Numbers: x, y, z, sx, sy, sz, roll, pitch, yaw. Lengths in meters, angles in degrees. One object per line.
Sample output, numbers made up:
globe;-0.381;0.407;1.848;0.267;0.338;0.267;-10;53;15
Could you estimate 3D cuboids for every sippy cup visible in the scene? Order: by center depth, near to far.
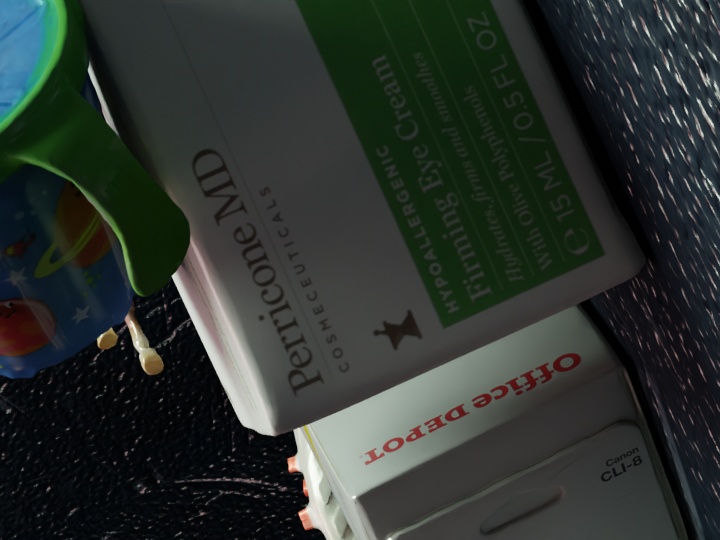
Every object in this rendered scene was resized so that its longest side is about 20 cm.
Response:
sippy cup;-0.151;-0.032;1.155;0.130;0.140;0.178;65;178;-42

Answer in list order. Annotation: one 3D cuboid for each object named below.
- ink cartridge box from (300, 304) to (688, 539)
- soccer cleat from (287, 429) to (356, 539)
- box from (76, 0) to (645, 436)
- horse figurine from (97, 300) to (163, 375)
ink cartridge box;0.051;0.077;1.442;0.200;0.145;0.145;-120;6;-55
soccer cleat;-0.003;0.087;1.618;0.069;0.078;0.200;19;-127;-75
box;-0.009;-0.053;1.237;0.200;0.171;0.199;168;77;-85
horse figurine;-0.136;-0.038;1.310;0.133;0.050;0.200;58;166;33
